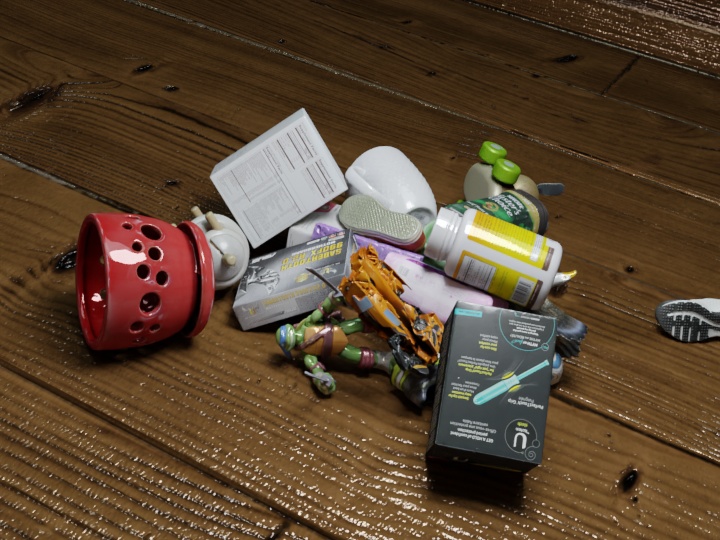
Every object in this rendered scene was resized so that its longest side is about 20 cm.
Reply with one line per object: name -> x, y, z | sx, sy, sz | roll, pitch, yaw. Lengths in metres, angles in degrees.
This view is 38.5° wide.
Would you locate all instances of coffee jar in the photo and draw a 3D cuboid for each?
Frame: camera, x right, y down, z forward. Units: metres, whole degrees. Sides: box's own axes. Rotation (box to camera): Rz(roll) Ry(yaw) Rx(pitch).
coffee jar -> 0.236, -0.082, 1.815 | 0.197, 0.087, 0.104 | -16, 39, -38

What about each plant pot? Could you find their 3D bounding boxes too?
plant pot -> -0.323, 0.014, 1.562 | 0.179, 0.204, 0.201 | -2, 32, -26

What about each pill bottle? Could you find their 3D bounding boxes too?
pill bottle -> 0.201, -0.024, 1.579 | 0.197, 0.111, 0.110 | 22, 30, 4

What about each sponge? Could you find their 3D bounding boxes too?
sponge -> 0.000, 0.000, 1.772 | 0.196, 0.114, 0.030 | 19, 13, 14

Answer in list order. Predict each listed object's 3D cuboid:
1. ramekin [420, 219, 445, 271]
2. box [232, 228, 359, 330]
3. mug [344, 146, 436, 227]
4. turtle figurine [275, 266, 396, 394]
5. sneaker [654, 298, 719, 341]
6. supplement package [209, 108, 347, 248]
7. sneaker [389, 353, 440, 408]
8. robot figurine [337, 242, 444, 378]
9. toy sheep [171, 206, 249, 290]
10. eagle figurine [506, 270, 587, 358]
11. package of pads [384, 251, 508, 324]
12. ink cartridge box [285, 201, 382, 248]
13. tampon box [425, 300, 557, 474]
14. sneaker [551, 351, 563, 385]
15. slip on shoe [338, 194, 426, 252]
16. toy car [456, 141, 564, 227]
ramekin -> 0.196, -0.005, 1.858 | 0.196, 0.099, 0.201 | 8, 30, -5
box -> -0.103, 0.013, 1.696 | 0.196, 0.049, 0.159 | -17, 26, 13
mug -> 0.050, -0.140, 1.968 | 0.198, 0.148, 0.176 | 25, 19, -41
turtle figurine -> -0.021, 0.107, 1.554 | 0.190, 0.200, 0.147 | 3, 61, -22
sneaker -> 0.620, 0.087, 1.883 | 0.196, 0.075, 0.080 | 7, 15, -15
supplement package -> -0.146, -0.168, 1.854 | 0.198, 0.152, 0.152 | -32, 14, 4
sneaker -> 0.145, 0.167, 1.592 | 0.196, 0.075, 0.081 | -13, 46, -25
robot figurine -> 0.053, 0.063, 1.521 | 0.200, 0.058, 0.146 | 46, 29, -15
toy sheep -> -0.248, -0.032, 1.718 | 0.135, 0.141, 0.200 | -2, 12, -21
eagle figurine -> 0.290, 0.045, 1.688 | 0.150, 0.150, 0.204 | 0, 71, -39
package of pads -> 0.131, 0.042, 1.643 | 0.197, 0.077, 0.120 | 24, 3, 21
ink cartridge box -> -0.021, -0.042, 1.868 | 0.196, 0.086, 0.146 | 19, 31, 12
tampon box -> 0.181, 0.166, 1.439 | 0.147, 0.127, 0.204 | 10, 72, 1
sneaker -> 0.242, 0.117, 1.683 | 0.198, 0.073, 0.072 | 27, 55, 25
slip on shoe -> 0.036, -0.079, 1.811 | 0.198, 0.061, 0.075 | 23, 71, 39
toy car -> 0.314, -0.141, 2.086 | 0.196, 0.167, 0.159 | 13, 27, -22
